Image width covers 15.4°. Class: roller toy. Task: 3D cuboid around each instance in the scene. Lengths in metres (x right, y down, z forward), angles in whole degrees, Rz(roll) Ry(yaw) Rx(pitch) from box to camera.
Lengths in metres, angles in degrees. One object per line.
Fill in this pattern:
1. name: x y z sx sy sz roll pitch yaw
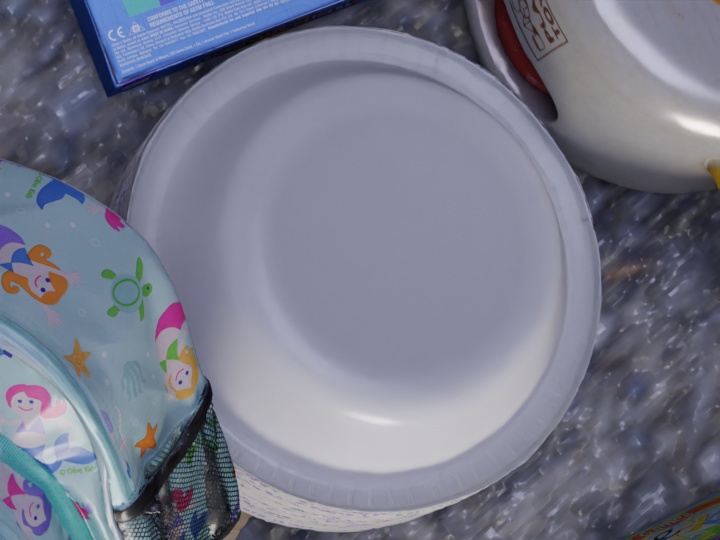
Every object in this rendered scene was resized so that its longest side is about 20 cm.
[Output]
1. roller toy: 0.141 -0.128 1.086 0.182 0.140 0.200 24 76 -11

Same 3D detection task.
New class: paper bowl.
1. paper bowl: 0.000 0.000 1.064 0.200 0.104 0.201 4 77 -16

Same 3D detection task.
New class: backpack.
1. backpack: -0.146 0.052 0.957 0.177 0.200 0.151 14 46 20

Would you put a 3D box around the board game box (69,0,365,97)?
1. board game box: -0.070 -0.192 1.106 0.152 0.045 0.200 -21 92 -11

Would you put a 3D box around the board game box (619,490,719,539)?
1. board game box: 0.161 0.205 1.104 0.105 0.103 0.200 -24 92 -11

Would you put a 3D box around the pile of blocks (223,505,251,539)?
1. pile of blocks: -0.142 0.132 1.080 0.200 0.082 0.062 -27 50 -20
